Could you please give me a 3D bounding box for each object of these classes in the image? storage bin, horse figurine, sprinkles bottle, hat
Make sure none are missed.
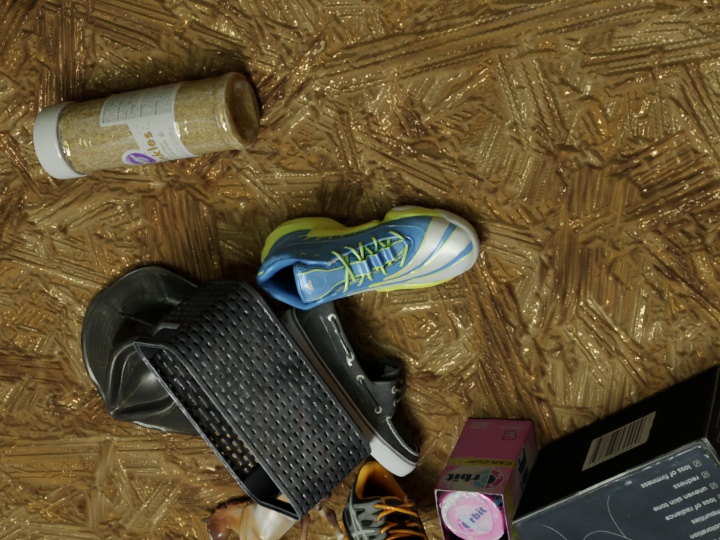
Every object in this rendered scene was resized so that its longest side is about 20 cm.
[{"bbox_3d":[-0.097,0.113,1.305,0.201,0.094,0.135,55,160,-14],"label":"storage bin"},{"bbox_3d":[-0.078,0.250,1.433,0.050,0.133,0.200,9,135,-36],"label":"horse figurine"},{"bbox_3d":[-0.188,-0.126,1.274,0.199,0.068,0.069,-7,115,24],"label":"sprinkles bottle"},{"bbox_3d":[-0.200,0.100,1.399,0.199,0.081,0.202,10,122,16],"label":"hat"}]

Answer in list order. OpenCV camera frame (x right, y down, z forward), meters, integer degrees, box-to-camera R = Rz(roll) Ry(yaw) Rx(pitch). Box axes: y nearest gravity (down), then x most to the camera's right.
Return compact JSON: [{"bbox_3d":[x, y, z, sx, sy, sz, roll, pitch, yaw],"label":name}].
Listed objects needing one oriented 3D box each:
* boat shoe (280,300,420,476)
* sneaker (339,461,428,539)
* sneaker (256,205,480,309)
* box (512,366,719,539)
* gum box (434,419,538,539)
[{"bbox_3d":[0.006,0.102,1.333,0.066,0.070,0.200,-33,107,10],"label":"boat shoe"},{"bbox_3d":[0.029,0.249,1.342,0.078,0.200,0.078,-1,112,-23],"label":"sneaker"},{"bbox_3d":[0.000,0.000,1.249,0.199,0.105,0.076,-5,117,24],"label":"sneaker"},{"bbox_3d":[0.274,0.224,1.257,0.199,0.124,0.197,-30,103,31],"label":"box"},{"bbox_3d":[0.127,0.252,1.336,0.066,0.114,0.201,-1,118,21],"label":"gum box"}]
